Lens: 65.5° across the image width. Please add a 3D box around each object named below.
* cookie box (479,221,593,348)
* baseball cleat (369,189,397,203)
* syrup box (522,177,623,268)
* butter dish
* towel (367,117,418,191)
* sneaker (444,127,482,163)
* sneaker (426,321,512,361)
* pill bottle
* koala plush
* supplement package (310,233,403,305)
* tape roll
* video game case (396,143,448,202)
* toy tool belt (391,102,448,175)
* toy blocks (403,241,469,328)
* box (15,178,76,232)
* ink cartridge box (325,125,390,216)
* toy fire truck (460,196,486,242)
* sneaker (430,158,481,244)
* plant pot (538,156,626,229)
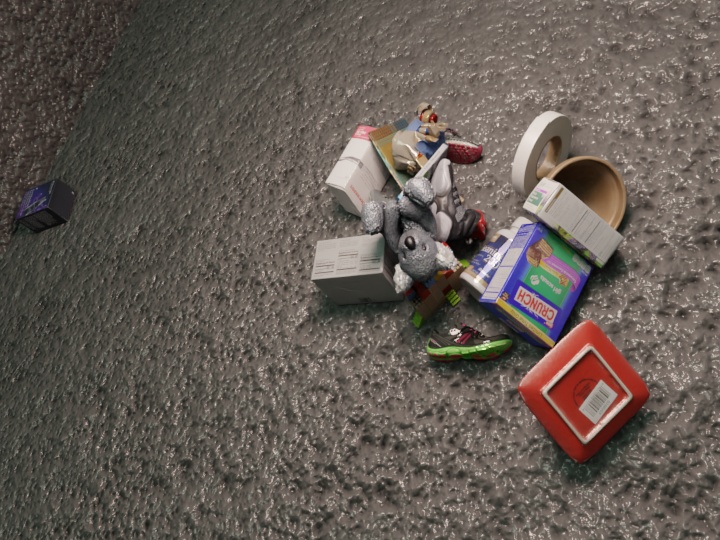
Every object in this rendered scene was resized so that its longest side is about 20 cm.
[{"bbox_3d":[0.375,0.031,1.195,0.203,0.169,0.075,-58,13,-11],"label":"cookie box"},{"bbox_3d":[0.099,-0.172,1.507,0.107,0.069,0.202,-54,56,29],"label":"baseball cleat"},{"bbox_3d":[0.445,-0.101,1.177,0.082,0.197,0.079,-54,16,10],"label":"syrup box"},{"bbox_3d":[0.411,0.224,1.090,0.199,0.148,0.200,-42,92,-2],"label":"butter dish"},{"bbox_3d":[0.120,-0.309,1.519,0.144,0.022,0.203,-26,80,-31],"label":"towel"},{"bbox_3d":[0.247,-0.354,1.536,0.197,0.081,0.076,23,73,36],"label":"sneaker"},{"bbox_3d":[0.240,0.155,1.256,0.194,0.077,0.086,-5,64,24],"label":"sneaker"},{"bbox_3d":[0.328,-0.021,1.284,0.201,0.111,0.111,-48,52,-4],"label":"pill bottle"},{"bbox_3d":[0.121,-0.062,1.246,0.174,0.184,0.204,-26,63,9],"label":"koala plush"},{"bbox_3d":[0.000,0.000,1.421,0.194,0.156,0.114,-5,61,25],"label":"supplement package"},{"bbox_3d":[0.427,-0.268,1.314,0.037,0.203,0.204,32,80,36],"label":"tape roll"},{"bbox_3d":[0.149,-0.200,1.382,0.018,0.144,0.201,32,66,17],"label":"video game case"},{"bbox_3d":[0.175,-0.336,1.459,0.121,0.126,0.202,22,62,30],"label":"toy tool belt"},{"bbox_3d":[0.173,0.025,1.326,0.199,0.137,0.100,-43,52,0],"label":"toy blocks"},{"bbox_3d":[-1.284,-0.264,2.292,0.195,0.104,0.152,-15,56,20],"label":"box"},{"bbox_3d":[0.005,-0.277,1.580,0.081,0.147,0.203,20,73,36],"label":"ink cartridge box"},{"bbox_3d":[0.232,-0.147,1.447,0.194,0.049,0.145,0,62,27],"label":"toy fire truck"},{"bbox_3d":[0.228,-0.161,1.344,0.075,0.110,0.207,155,119,-68],"label":"sneaker"},{"bbox_3d":[0.484,-0.154,1.262,0.198,0.203,0.093,-33,13,6],"label":"plant pot"}]
